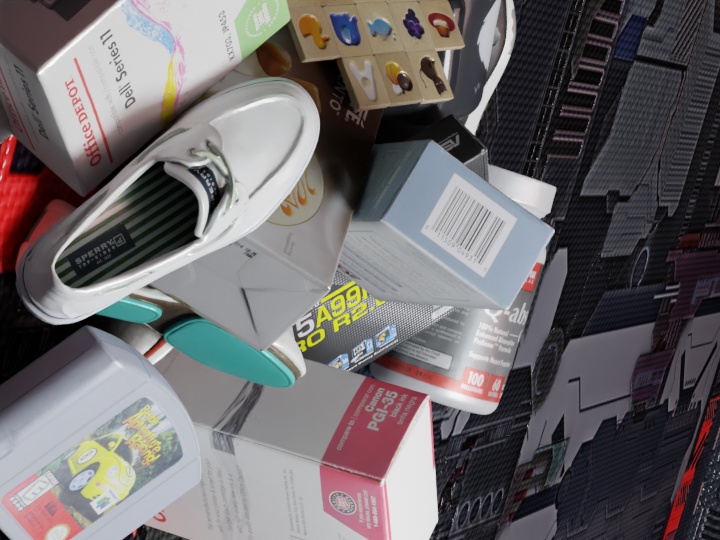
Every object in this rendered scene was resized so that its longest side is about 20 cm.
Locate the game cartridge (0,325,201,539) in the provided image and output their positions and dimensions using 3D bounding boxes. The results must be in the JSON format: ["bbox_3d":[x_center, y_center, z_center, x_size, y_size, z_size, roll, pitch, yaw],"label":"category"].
[{"bbox_3d":[-0.167,0.112,1.348,0.133,0.041,0.200,-39,152,-9],"label":"game cartridge"}]

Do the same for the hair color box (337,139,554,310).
[{"bbox_3d":[0.027,-0.028,1.378,0.061,0.099,0.200,-59,-161,-11],"label":"hair color box"}]

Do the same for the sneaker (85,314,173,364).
[{"bbox_3d":[-0.133,-0.015,1.389,0.082,0.077,0.200,48,65,-31],"label":"sneaker"}]

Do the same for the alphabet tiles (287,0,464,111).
[{"bbox_3d":[-0.006,-0.195,1.379,0.166,0.006,0.201,-12,80,-53],"label":"alphabet tiles"}]

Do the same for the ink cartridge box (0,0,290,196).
[{"bbox_3d":[-0.135,-0.122,1.179,0.200,0.067,0.117,-43,152,-17],"label":"ink cartridge box"}]

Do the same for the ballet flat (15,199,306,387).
[{"bbox_3d":[-0.110,0.010,1.328,0.200,0.069,0.070,23,85,-29],"label":"ballet flat"}]

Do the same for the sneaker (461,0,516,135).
[{"bbox_3d":[0.061,-0.150,1.733,0.087,0.076,0.201,-15,122,-59],"label":"sneaker"}]

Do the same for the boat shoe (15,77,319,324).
[{"bbox_3d":[-0.092,-0.036,1.188,0.200,0.074,0.067,-42,-170,-21],"label":"boat shoe"}]

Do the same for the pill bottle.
[{"bbox_3d":[0.089,0.011,1.877,0.116,0.115,0.201,12,96,-69],"label":"pill bottle"}]

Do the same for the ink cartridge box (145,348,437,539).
[{"bbox_3d":[-0.056,0.127,1.492,0.147,0.199,0.083,85,28,-48],"label":"ink cartridge box"}]

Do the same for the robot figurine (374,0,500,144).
[{"bbox_3d":[0.037,-0.179,1.565,0.125,0.150,0.201,-22,129,-47],"label":"robot figurine"}]

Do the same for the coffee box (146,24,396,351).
[{"bbox_3d":[-0.062,-0.067,1.328,0.080,0.114,0.200,-43,-159,42],"label":"coffee box"}]

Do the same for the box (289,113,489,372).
[{"bbox_3d":[0.000,0.000,1.551,0.200,0.044,0.160,-31,147,-16],"label":"box"}]
